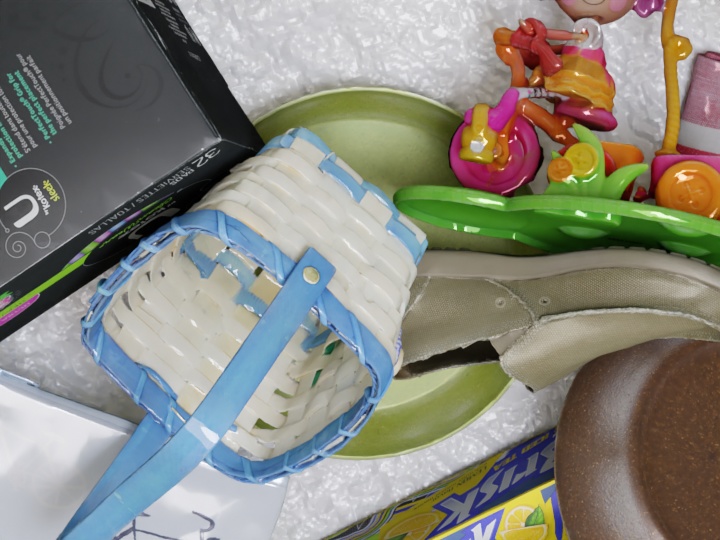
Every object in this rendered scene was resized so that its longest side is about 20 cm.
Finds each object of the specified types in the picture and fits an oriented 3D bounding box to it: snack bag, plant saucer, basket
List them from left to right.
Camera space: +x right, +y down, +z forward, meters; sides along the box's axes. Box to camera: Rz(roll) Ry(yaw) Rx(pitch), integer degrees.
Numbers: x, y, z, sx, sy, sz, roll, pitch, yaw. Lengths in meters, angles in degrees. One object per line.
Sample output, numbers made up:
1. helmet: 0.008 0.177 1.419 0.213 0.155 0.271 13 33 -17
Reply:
1. snack bag: -0.145 0.164 1.250 0.187 0.021 0.201 21 100 -7
2. basket: -0.062 0.042 1.164 0.139 0.176 0.200 43 54 -6
3. plant saucer: 0.000 0.000 1.291 0.198 0.031 0.202 -1 104 -2
4. plant saucer: 0.197 0.104 1.246 0.199 0.037 0.202 6 68 -15

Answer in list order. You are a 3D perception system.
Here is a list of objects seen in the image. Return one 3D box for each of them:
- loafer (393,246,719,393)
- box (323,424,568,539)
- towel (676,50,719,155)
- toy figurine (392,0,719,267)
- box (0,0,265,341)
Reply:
1. loafer: 0.098 0.027 1.231 0.198 0.076 0.068 0 78 18
2. box: 0.066 0.147 1.307 0.199 0.070 0.065 -26 107 7
3. towel: 0.222 -0.004 1.306 0.143 0.023 0.201 13 104 -5
4. toy figurine: 0.129 -0.104 1.226 0.198 0.150 0.186 9 81 10
5. box: -0.166 -0.054 1.196 0.199 0.149 0.125 -34 85 6
